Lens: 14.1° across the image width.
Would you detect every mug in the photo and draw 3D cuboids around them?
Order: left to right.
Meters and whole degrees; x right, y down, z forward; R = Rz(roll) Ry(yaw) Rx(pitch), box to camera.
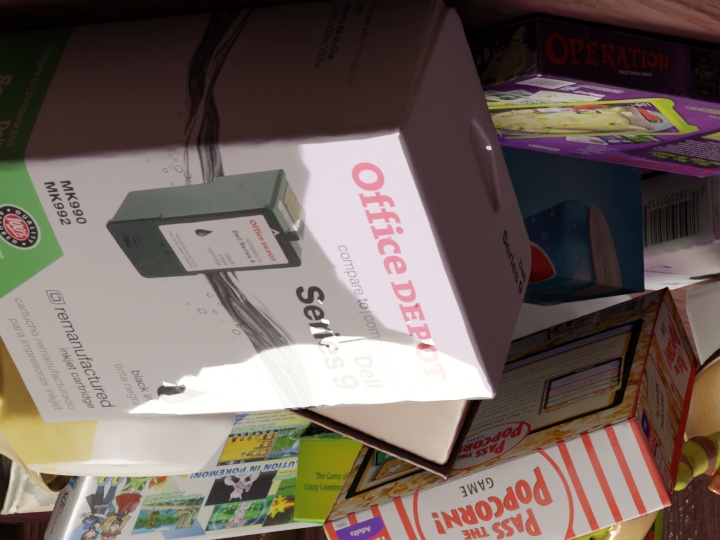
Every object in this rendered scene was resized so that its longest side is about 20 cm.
[{"bbox_3d":[-0.135,0.020,1.399,0.186,0.154,0.149,-2,172,12],"label":"mug"}]

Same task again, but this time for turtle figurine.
[{"bbox_3d":[0.113,0.132,1.411,0.200,0.064,0.162,-35,157,-42],"label":"turtle figurine"}]

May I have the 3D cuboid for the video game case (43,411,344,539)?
[{"bbox_3d":[-0.060,0.078,1.598,0.199,0.022,0.183,-4,133,-34],"label":"video game case"}]

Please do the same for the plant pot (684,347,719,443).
[{"bbox_3d":[0.259,0.067,1.456,0.199,0.028,0.200,6,149,3],"label":"plant pot"}]

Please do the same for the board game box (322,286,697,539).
[{"bbox_3d":[0.074,0.078,1.357,0.151,0.046,0.200,-20,-168,16],"label":"board game box"}]

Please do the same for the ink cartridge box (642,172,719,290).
[{"bbox_3d":[0.226,-0.018,1.536,0.199,0.057,0.162,8,168,-24],"label":"ink cartridge box"}]

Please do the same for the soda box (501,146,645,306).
[{"bbox_3d":[0.054,-0.028,1.376,0.064,0.068,0.200,-9,168,39],"label":"soda box"}]

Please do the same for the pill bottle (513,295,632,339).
[{"bbox_3d":[0.106,0.043,1.678,0.111,0.113,0.200,-1,-179,3],"label":"pill bottle"}]

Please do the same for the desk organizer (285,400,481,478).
[{"bbox_3d":[-0.035,0.006,1.268,0.199,0.072,0.077,22,141,6],"label":"desk organizer"}]

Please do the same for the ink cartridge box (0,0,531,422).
[{"bbox_3d":[-0.049,-0.022,1.138,0.199,0.084,0.146,-4,132,20],"label":"ink cartridge box"}]

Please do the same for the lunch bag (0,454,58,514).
[{"bbox_3d":[-0.119,0.040,1.631,0.163,0.118,0.200,-1,145,-20],"label":"lunch bag"}]

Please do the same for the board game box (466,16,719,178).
[{"bbox_3d":[0.112,-0.071,1.235,0.199,0.032,0.120,7,165,-37],"label":"board game box"}]

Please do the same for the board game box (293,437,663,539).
[{"bbox_3d":[0.061,0.117,1.557,0.101,0.048,0.200,10,171,-33],"label":"board game box"}]

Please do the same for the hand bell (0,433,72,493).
[{"bbox_3d":[-0.248,0.054,1.506,0.199,0.105,0.104,5,173,11],"label":"hand bell"}]

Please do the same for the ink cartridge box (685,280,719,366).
[{"bbox_3d":[0.295,0.022,1.539,0.199,0.084,0.145,-16,175,33],"label":"ink cartridge box"}]
